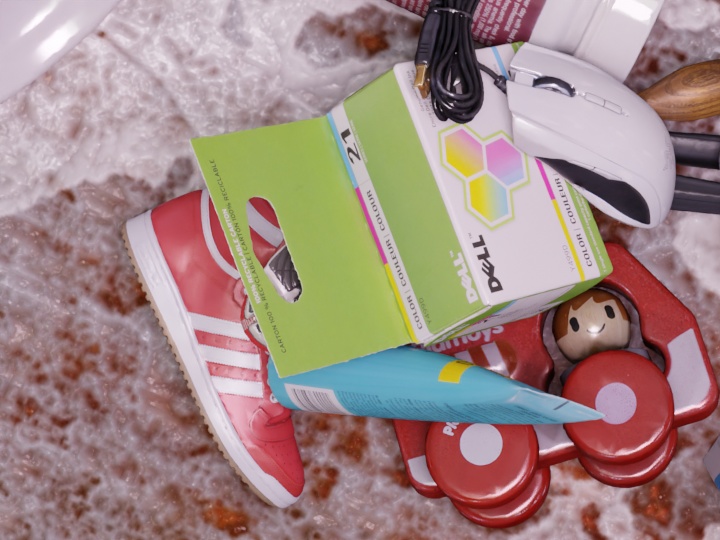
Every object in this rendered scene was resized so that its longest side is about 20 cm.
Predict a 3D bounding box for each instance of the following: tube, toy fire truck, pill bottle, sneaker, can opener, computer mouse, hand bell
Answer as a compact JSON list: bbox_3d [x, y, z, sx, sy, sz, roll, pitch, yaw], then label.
[{"bbox_3d":[0.036,0.065,1.294,0.200,0.077,0.050,6,86,40],"label":"tube"},{"bbox_3d":[0.104,0.054,1.376,0.200,0.112,0.168,-18,74,5],"label":"toy fire truck"},{"bbox_3d":[0.080,-0.190,1.343,0.200,0.114,0.114,25,96,0],"label":"pill bottle"},{"bbox_3d":[-0.054,0.037,1.391,0.112,0.071,0.200,-26,92,8],"label":"sneaker"},{"bbox_3d":[0.170,-0.064,1.378,0.200,0.079,0.064,15,88,-8],"label":"can opener"},{"bbox_3d":[0.000,0.000,1.340,0.200,0.085,0.077,-34,92,-39],"label":"sneaker"},{"bbox_3d":[0.115,-0.095,1.280,0.200,0.110,0.044,31,141,-28],"label":"computer mouse"},{"bbox_3d":[0.257,-0.122,1.336,0.200,0.104,0.104,-15,95,-2],"label":"hand bell"}]

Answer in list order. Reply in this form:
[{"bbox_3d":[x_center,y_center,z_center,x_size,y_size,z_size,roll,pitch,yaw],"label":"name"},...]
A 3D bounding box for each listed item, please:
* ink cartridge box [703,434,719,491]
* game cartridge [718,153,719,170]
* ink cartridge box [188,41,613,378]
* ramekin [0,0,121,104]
[{"bbox_3d":[0.322,0.084,1.342,0.146,0.147,0.200,34,96,0],"label":"ink cartridge box"},{"bbox_3d":[0.321,-0.080,1.315,0.200,0.133,0.042,0,70,-11],"label":"game cartridge"},{"bbox_3d":[0.025,-0.035,1.266,0.076,0.200,0.148,-30,78,48],"label":"ink cartridge box"},{"bbox_3d":[-0.214,-0.179,1.318,0.200,0.200,0.098,-42,85,5],"label":"ramekin"}]
